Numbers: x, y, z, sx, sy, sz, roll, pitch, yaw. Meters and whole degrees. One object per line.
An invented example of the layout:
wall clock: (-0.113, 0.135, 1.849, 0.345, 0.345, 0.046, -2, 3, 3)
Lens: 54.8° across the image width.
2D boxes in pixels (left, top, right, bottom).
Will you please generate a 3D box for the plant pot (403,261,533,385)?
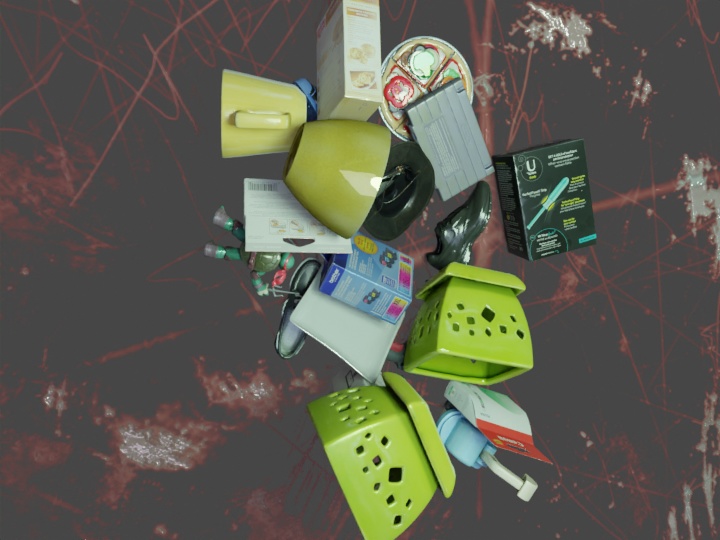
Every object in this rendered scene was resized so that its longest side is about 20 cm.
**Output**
plant pot: (0.204, 0.102, 1.335, 0.194, 0.199, 0.187, 10, 70, -14)

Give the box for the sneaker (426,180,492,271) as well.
sneaker: (0.196, -0.087, 1.376, 0.089, 0.076, 0.205, 23, 95, -8)

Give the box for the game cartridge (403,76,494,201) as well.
game cartridge: (0.171, -0.250, 1.343, 0.127, 0.039, 0.203, -27, 117, 1)

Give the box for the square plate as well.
square plate: (-0.023, 0.091, 1.329, 0.198, 0.200, 0.028, 37, 135, -7)

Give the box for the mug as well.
mug: (-0.172, -0.263, 1.237, 0.148, 0.190, 0.152, 2, 137, -10)

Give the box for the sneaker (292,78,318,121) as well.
sneaker: (-0.048, -0.285, 1.314, 0.077, 0.070, 0.202, -39, 99, -21)

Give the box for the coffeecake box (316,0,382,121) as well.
coffeecake box: (-0.023, -0.363, 1.218, 0.071, 0.153, 0.207, 3, 78, -21)

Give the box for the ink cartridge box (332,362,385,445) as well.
ink cartridge box: (0.027, 0.262, 1.345, 0.145, 0.200, 0.085, 41, 95, -12)

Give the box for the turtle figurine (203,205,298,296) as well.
turtle figurine: (-0.191, -0.038, 1.314, 0.195, 0.101, 0.154, 21, 82, 1)

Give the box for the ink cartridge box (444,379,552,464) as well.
ink cartridge box: (0.276, 0.292, 1.369, 0.158, 0.200, 0.051, 22, 97, -28)

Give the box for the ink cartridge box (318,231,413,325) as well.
ink cartridge box: (0.000, 0.000, 1.321, 0.195, 0.138, 0.077, 23, 126, -11)

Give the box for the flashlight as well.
flashlight: (0.040, 0.140, 1.399, 0.195, 0.069, 0.069, 20, 123, -15)

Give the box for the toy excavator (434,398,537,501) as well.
toy excavator: (0.242, 0.367, 1.394, 0.192, 0.200, 0.101, 33, 95, -12)

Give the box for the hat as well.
hat: (0.049, -0.161, 1.321, 0.198, 0.080, 0.205, -26, 133, -31)

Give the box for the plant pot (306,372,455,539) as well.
plant pot: (0.036, 0.295, 1.148, 0.178, 0.199, 0.204, -26, 103, -8)

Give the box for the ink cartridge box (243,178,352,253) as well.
ink cartridge box: (-0.118, -0.089, 1.280, 0.194, 0.180, 0.045, 1, 142, -11)

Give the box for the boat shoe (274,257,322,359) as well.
boat shoe: (-0.116, 0.077, 1.363, 0.073, 0.060, 0.206, 14, 97, -10)

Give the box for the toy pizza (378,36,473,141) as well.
toy pizza: (0.126, -0.346, 1.341, 0.194, 0.032, 0.207, -1, 100, -8)

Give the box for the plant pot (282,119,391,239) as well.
plant pot: (-0.052, -0.175, 1.183, 0.139, 0.200, 0.205, 21, 97, -16)

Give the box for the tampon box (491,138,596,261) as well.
tampon box: (0.359, -0.142, 1.362, 0.145, 0.126, 0.206, -13, 101, -6)
